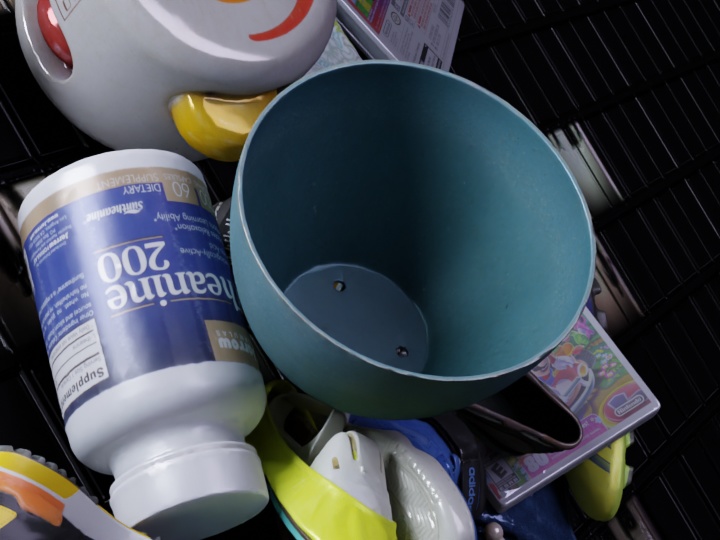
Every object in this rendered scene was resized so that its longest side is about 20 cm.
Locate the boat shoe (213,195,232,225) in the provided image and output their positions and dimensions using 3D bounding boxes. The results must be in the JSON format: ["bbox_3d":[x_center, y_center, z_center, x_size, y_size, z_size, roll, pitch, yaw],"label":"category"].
[{"bbox_3d":[-0.032,-0.034,1.146,0.201,0.060,0.072,-16,75,-57],"label":"boat shoe"}]

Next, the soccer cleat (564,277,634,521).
[{"bbox_3d":[0.143,0.087,1.207,0.083,0.065,0.201,2,61,-18],"label":"soccer cleat"}]

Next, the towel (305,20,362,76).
[{"bbox_3d":[-0.070,-0.172,1.224,0.201,0.048,0.171,58,33,1],"label":"towel"}]

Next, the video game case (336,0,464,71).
[{"bbox_3d":[0.013,-0.242,1.406,0.182,0.023,0.200,46,30,-19],"label":"video game case"}]

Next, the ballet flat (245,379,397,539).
[{"bbox_3d":[-0.023,0.112,0.935,0.067,0.067,0.200,35,0,-30],"label":"ballet flat"}]

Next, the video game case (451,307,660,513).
[{"bbox_3d":[0.097,0.053,1.173,0.143,0.018,0.200,-29,70,-20],"label":"video game case"}]

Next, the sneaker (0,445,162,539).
[{"bbox_3d":[-0.137,0.171,0.839,0.200,0.070,0.090,39,52,-27],"label":"sneaker"}]

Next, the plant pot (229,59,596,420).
[{"bbox_3d":[0.014,0.004,0.931,0.199,0.135,0.201,9,56,-14],"label":"plant pot"}]

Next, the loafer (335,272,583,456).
[{"bbox_3d":[0.068,0.058,1.060,0.200,0.063,0.072,36,71,-34],"label":"loafer"}]

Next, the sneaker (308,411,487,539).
[{"bbox_3d":[0.043,0.130,0.993,0.111,0.200,0.077,7,97,-29],"label":"sneaker"}]

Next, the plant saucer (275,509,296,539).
[{"bbox_3d":[0.038,0.186,0.987,0.199,0.030,0.200,22,6,-2],"label":"plant saucer"}]

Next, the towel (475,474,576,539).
[{"bbox_3d":[0.108,0.125,1.211,0.111,0.048,0.201,36,39,-29],"label":"towel"}]

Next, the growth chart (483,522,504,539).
[{"bbox_3d":[0.081,0.267,1.061,0.145,0.018,0.200,51,43,-12],"label":"growth chart"}]

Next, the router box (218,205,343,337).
[{"bbox_3d":[0.000,0.000,1.075,0.200,0.051,0.150,40,72,-38],"label":"router box"}]

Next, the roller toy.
[{"bbox_3d":[-0.114,-0.172,1.047,0.182,0.140,0.201,35,52,-15],"label":"roller toy"}]

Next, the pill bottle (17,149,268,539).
[{"bbox_3d":[-0.115,0.044,0.920,0.111,0.111,0.201,9,56,-50],"label":"pill bottle"}]
